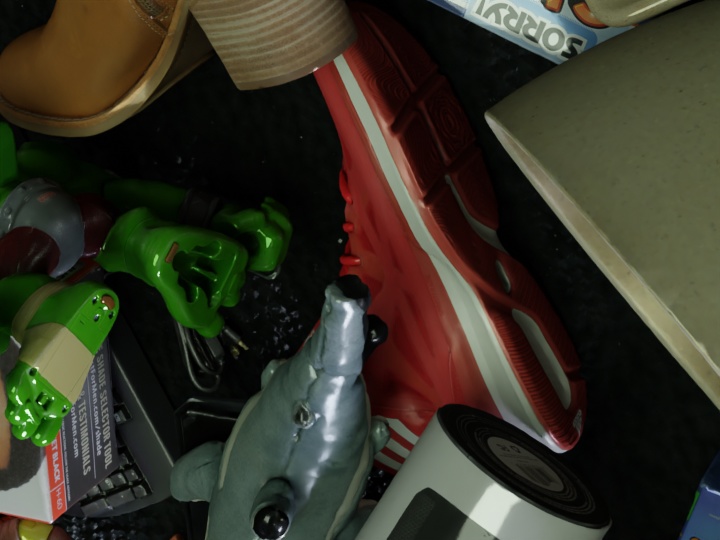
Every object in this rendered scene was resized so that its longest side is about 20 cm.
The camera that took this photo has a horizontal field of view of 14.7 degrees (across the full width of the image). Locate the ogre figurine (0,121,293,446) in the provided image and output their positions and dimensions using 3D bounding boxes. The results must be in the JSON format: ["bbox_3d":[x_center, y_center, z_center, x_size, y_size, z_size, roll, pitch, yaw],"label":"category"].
[{"bbox_3d":[-0.128,-0.006,1.078,0.120,0.200,0.098,26,141,31],"label":"ogre figurine"}]

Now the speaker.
[{"bbox_3d":[0.012,0.155,1.085,0.081,0.081,0.200,34,104,6],"label":"speaker"}]

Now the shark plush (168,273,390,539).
[{"bbox_3d":[-0.018,0.082,1.063,0.091,0.083,0.200,32,133,-4],"label":"shark plush"}]

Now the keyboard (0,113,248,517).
[{"bbox_3d":[-0.126,0.010,1.203,0.127,0.021,0.201,-24,101,27],"label":"keyboard"}]

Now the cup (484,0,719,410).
[{"bbox_3d":[0.162,-0.025,0.996,0.143,0.200,0.200,-40,93,2],"label":"cup"}]

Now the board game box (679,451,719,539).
[{"bbox_3d":[0.208,0.174,1.116,0.199,0.034,0.136,26,119,11],"label":"board game box"}]

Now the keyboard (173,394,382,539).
[{"bbox_3d":[-0.019,0.127,1.186,0.104,0.040,0.201,10,132,15],"label":"keyboard"}]

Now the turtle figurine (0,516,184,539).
[{"bbox_3d":[-0.190,0.127,1.211,0.199,0.161,0.065,-11,83,24],"label":"turtle figurine"}]

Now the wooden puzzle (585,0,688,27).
[{"bbox_3d":[0.125,-0.209,0.973,0.185,0.046,0.201,-24,92,16],"label":"wooden puzzle"}]

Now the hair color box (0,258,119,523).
[{"bbox_3d":[-0.207,0.037,1.210,0.199,0.061,0.102,8,115,24],"label":"hair color box"}]

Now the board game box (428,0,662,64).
[{"bbox_3d":[0.039,-0.172,1.059,0.199,0.034,0.136,26,117,10],"label":"board game box"}]

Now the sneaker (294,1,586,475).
[{"bbox_3d":[0.000,0.000,1.118,0.115,0.078,0.201,-21,100,25],"label":"sneaker"}]

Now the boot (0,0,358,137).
[{"bbox_3d":[-0.102,-0.137,1.074,0.200,0.077,0.156,-4,120,52],"label":"boot"}]
